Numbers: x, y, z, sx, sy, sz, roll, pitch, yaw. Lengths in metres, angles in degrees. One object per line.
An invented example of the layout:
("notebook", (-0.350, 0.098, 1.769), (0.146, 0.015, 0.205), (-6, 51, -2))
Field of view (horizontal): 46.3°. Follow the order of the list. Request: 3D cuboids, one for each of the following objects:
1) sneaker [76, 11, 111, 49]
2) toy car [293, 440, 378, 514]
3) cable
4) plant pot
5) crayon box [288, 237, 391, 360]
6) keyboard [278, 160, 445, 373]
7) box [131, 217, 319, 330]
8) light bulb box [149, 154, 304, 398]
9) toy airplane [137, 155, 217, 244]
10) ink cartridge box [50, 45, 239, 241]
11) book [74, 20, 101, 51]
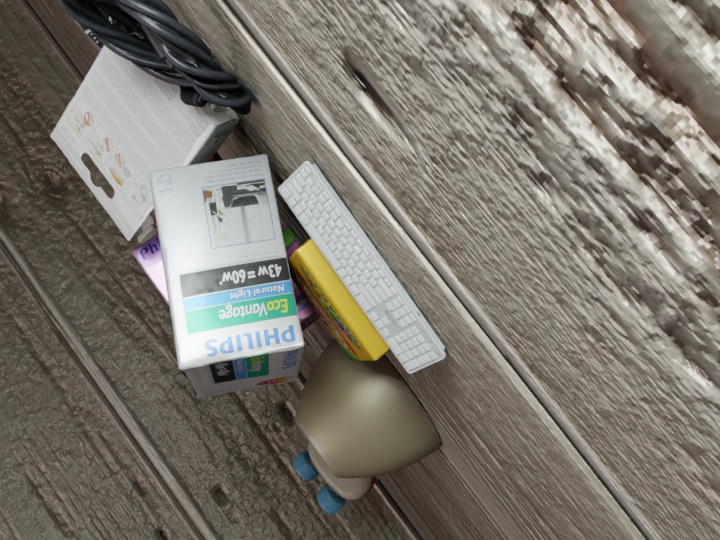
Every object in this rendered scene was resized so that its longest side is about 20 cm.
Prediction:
("sneaker", (-0.272, -0.276, 0.953), (0.080, 0.073, 0.202), (-114, 3, -54))
("toy car", (-0.012, 0.412, 1.876), (0.177, 0.185, 0.199), (49, -163, 20))
("cable", (-0.178, -0.194, 0.715), (0.163, 0.051, 0.200), (36, 176, 40))
("plant pot", (-0.007, 0.192, 1.103), (0.201, 0.134, 0.201), (50, 169, 14))
("crayon box", (-0.015, 0.024, 0.827), (0.128, 0.051, 0.200), (54, 169, 0))
("keyboard", (0.000, 0.000, 0.722), (0.056, 0.011, 0.201), (-33, 93, 46))
("box", (-0.155, 0.013, 1.068), (0.201, 0.175, 0.097), (53, 170, 7))
("light bulb box", (-0.139, 0.015, 0.895), (0.199, 0.123, 0.203), (111, 148, -72))
("toy airplane", (-0.259, -0.093, 1.291), (0.198, 0.139, 0.204), (19, 113, 51))
("ink cartridge box", (-0.239, -0.156, 0.917), (0.162, 0.050, 0.200), (52, 126, 7))
("book", (-0.341, -0.326, 1.188), (0.134, 0.048, 0.200), (54, 169, -25))
